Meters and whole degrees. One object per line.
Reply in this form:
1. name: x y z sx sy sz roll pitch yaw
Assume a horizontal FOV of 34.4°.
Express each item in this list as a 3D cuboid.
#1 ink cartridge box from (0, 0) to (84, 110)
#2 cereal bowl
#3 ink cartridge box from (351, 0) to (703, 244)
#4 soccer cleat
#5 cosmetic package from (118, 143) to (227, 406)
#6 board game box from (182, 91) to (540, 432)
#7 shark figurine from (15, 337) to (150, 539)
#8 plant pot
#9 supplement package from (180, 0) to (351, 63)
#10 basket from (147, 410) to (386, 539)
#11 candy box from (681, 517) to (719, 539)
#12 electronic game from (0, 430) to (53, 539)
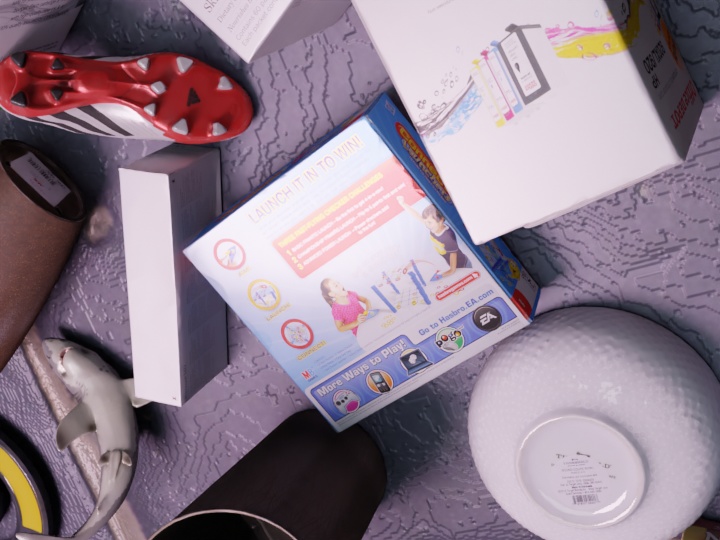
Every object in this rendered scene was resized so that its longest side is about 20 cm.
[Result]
1. ink cartridge box: -0.281 -0.215 0.888 0.083 0.147 0.200 41 119 3
2. cereal bowl: 0.173 0.132 0.874 0.200 0.083 0.200 8 112 19
3. ink cartridge box: 0.111 -0.147 0.751 0.145 0.147 0.200 -23 101 28
4. soccer cleat: -0.186 -0.136 0.915 0.200 0.085 0.069 3 88 -11
5. cosmetic package: -0.153 0.003 0.958 0.051 0.083 0.200 8 113 19
6. board game box: 0.000 0.000 0.894 0.200 0.056 0.196 -33 103 29
7. shark figurine: -0.232 0.172 1.049 0.128 0.215 0.090 4 157 -9
8. plant pot: -0.334 -0.012 0.988 0.200 0.187 0.187 -42 91 15
9. supplement package: -0.077 -0.272 0.776 0.200 0.151 0.152 43 120 2
10. basket: -0.066 0.206 0.934 0.180 0.200 0.136 -37 93 29
11. candy box: 0.300 0.298 0.903 0.117 0.056 0.200 7 111 21
12. electronic game: -0.397 0.231 1.173 0.200 0.042 0.200 8 113 19
